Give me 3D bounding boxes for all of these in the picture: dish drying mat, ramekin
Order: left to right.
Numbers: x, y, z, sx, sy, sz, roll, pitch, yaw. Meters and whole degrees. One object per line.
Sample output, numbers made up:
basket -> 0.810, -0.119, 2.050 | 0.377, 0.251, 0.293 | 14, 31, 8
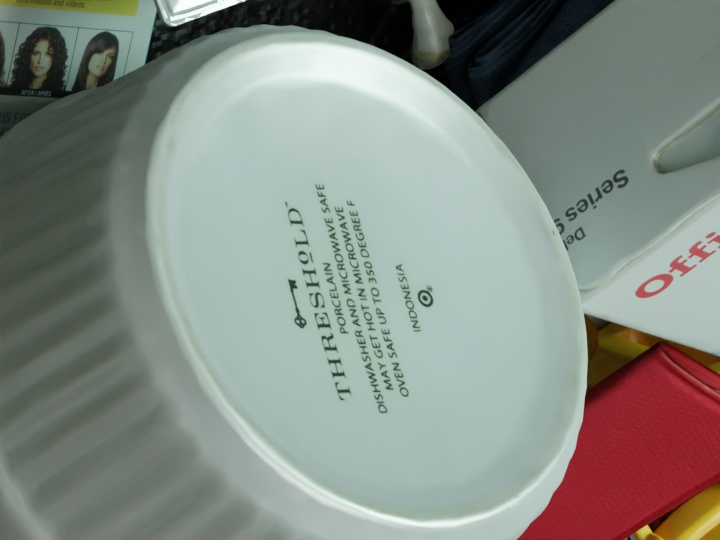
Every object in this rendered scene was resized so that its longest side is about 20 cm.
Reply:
ramekin -> -0.021, 0.019, 0.787 | 0.202, 0.094, 0.202 | 20, 55, -31
dish drying mat -> 0.067, 0.096, 1.008 | 0.077, 0.018, 0.200 | 29, 129, -34

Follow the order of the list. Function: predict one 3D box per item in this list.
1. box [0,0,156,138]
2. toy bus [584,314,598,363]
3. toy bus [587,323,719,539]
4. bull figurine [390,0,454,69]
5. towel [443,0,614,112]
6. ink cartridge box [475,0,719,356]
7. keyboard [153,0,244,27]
box -> -0.113, -0.080, 0.837 | 0.082, 0.049, 0.200 | 1, 111, -40
toy bus -> 0.000, 0.000, 0.955 | 0.078, 0.065, 0.200 | -54, 133, -3
toy bus -> 0.153, 0.053, 1.069 | 0.200, 0.136, 0.192 | -35, 116, -17
bull figurine -> 0.016, -0.149, 0.895 | 0.200, 0.065, 0.121 | -44, 133, -11
towel -> 0.111, -0.095, 0.985 | 0.200, 0.049, 0.112 | -48, 136, -30
ink cartridge box -> 0.158, -0.041, 0.897 | 0.145, 0.088, 0.200 | -39, 151, 24
keyboard -> -0.070, -0.175, 0.791 | 0.056, 0.011, 0.200 | -25, 99, -39
